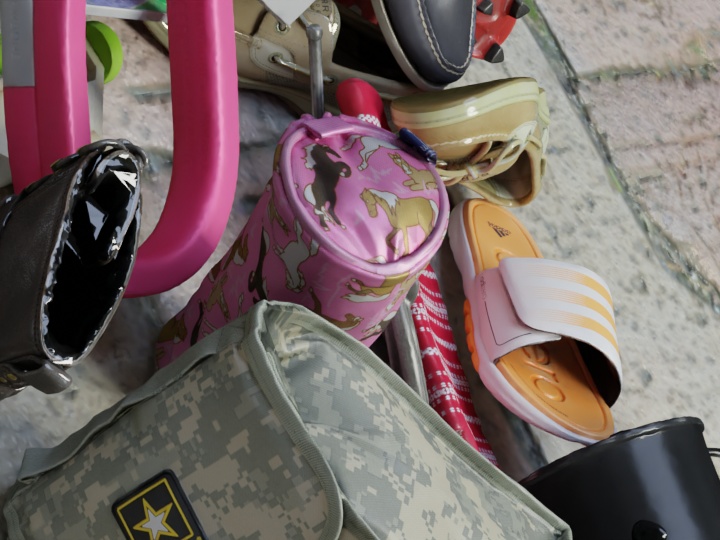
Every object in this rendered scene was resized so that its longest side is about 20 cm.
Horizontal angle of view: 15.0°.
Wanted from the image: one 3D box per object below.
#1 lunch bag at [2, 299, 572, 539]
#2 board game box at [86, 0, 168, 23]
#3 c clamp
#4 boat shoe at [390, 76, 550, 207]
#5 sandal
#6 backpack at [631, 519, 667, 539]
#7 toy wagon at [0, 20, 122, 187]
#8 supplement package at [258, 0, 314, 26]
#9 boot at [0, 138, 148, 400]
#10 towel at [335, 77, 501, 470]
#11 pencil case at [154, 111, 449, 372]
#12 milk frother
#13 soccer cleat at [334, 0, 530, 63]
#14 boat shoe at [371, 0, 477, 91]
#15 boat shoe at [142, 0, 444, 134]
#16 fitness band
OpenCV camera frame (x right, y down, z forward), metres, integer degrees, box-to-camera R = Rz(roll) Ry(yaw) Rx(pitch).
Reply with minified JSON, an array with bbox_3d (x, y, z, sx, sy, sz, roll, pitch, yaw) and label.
[{"bbox_3d":[-0.035,0.120,1.156,0.200,0.164,0.118,42,33,-20],"label":"lunch bag"},{"bbox_3d":[-0.183,-0.194,1.297,0.200,0.026,0.200,0,42,-52],"label":"board game box"},{"bbox_3d":[0.000,0.000,1.329,0.200,0.027,0.171,-116,-163,-55],"label":"c clamp"},{"bbox_3d":[0.064,-0.065,1.455,0.201,0.073,0.063,-4,86,-80],"label":"boat shoe"},{"bbox_3d":[0.095,0.011,1.469,0.079,0.059,0.207,19,31,-28],"label":"sandal"},{"bbox_3d":[0.096,0.244,1.205,0.191,0.154,0.200,-75,148,-56],"label":"backpack"},{"bbox_3d":[-0.174,-0.095,1.276,0.200,0.040,0.155,59,34,2],"label":"toy wagon"},{"bbox_3d":[-0.073,-0.244,1.373,0.200,0.121,0.120,48,4,23],"label":"supplement package"},{"bbox_3d":[-0.144,-0.010,1.106,0.069,0.174,0.200,31,48,-30],"label":"boot"},{"bbox_3d":[0.032,0.012,1.397,0.145,0.022,0.200,63,9,-66],"label":"towel"},{"bbox_3d":[-0.031,0.010,1.228,0.083,0.200,0.087,27,53,-6],"label":"pencil case"},{"bbox_3d":[0.204,0.163,1.398,0.180,0.200,0.188,1,62,-56],"label":"milk frother"},{"bbox_3d":[0.012,-0.171,1.549,0.200,0.069,0.085,15,19,-47],"label":"soccer cleat"},{"bbox_3d":[0.044,-0.197,1.457,0.073,0.063,0.200,-4,90,-55],"label":"boat shoe"},{"bbox_3d":[-0.039,-0.130,1.450,0.200,0.065,0.072,28,43,-36],"label":"boat shoe"},{"bbox_3d":[-0.104,-0.087,1.232,0.144,0.037,0.200,-15,106,-58],"label":"fitness band"}]
